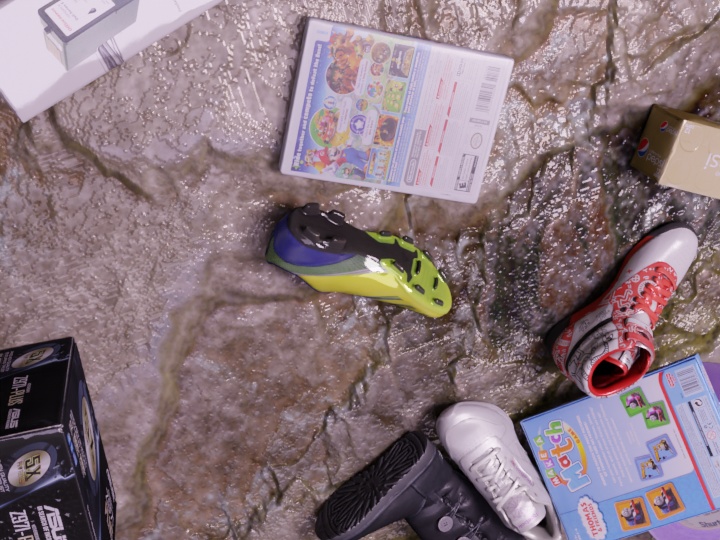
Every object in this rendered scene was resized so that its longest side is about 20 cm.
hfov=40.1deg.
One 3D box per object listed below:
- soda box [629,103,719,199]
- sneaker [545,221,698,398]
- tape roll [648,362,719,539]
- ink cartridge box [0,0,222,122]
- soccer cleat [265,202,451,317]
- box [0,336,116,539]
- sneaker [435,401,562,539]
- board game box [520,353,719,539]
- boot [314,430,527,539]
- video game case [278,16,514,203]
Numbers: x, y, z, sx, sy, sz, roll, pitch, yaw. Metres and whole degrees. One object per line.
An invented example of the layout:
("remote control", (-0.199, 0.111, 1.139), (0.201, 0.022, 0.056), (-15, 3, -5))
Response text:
("soda box", (0.378, -0.106, 0.989), (0.198, 0.064, 0.068), (11, 110, -18))
("sneaker", (0.287, 0.045, 1.008), (0.201, 0.108, 0.067), (-43, 115, 7))
("tape roll", (0.387, 0.212, 1.116), (0.197, 0.085, 0.202), (-5, 114, -11))
("ink cartridge box", (-0.199, -0.217, 0.766), (0.199, 0.146, 0.084), (-31, 118, 2))
("soccer cleat", (0.000, -0.001, 0.961), (0.199, 0.065, 0.084), (24, 135, -25))
("box", (-0.288, 0.192, 0.911), (0.085, 0.164, 0.202), (-10, 114, -8))
("sneaker", (0.158, 0.218, 1.058), (0.075, 0.100, 0.200), (-39, 114, 8))
("board game box", (0.288, 0.194, 1.035), (0.198, 0.037, 0.153), (-24, 82, 22))
("boot", (0.070, 0.293, 1.095), (0.164, 0.066, 0.200), (-39, 120, 7))
("video game case", (0.033, -0.146, 0.920), (0.198, 0.018, 0.145), (7, 111, -16))
